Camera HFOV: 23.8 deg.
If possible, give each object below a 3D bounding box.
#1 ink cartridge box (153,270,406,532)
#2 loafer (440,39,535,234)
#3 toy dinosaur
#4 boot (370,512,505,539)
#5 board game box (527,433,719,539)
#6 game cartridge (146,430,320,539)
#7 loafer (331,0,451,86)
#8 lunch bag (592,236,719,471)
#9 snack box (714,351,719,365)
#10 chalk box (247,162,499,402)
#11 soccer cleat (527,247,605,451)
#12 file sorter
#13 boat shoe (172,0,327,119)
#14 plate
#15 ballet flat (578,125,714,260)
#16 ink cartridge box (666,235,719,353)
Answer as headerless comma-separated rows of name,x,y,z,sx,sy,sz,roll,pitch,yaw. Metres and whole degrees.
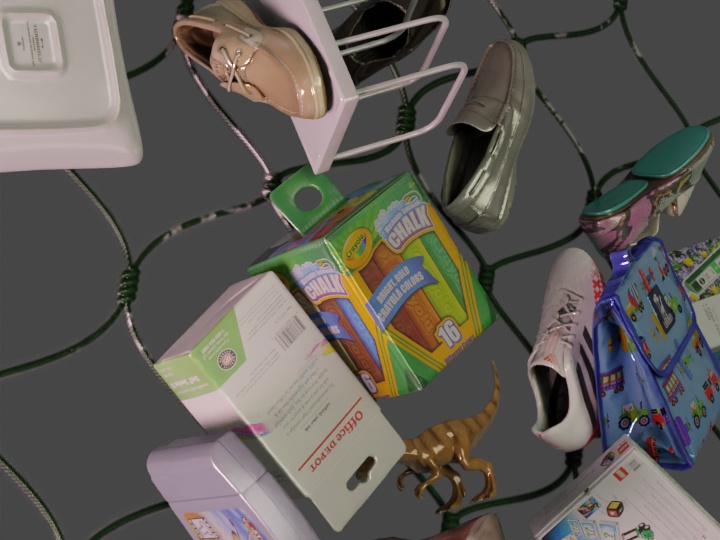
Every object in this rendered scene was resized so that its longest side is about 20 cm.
ink cartridge box,-0.065,0.115,1.440,0.200,0.067,0.117,53,54,-13
loafer,0.119,-0.135,1.637,0.070,0.070,0.200,26,65,-39
toy dinosaur,0.088,0.158,1.548,0.200,0.060,0.106,-22,90,-38
boot,0.042,0.294,1.391,0.064,0.200,0.187,24,65,-29
board game box,0.269,0.261,1.603,0.126,0.035,0.200,-43,110,9
game cartridge,-0.081,0.218,1.361,0.042,0.133,0.200,-40,102,-28
loafer,0.030,-0.226,1.591,0.073,0.071,0.200,53,55,-14
lunch bag,0.271,0.071,1.637,0.151,0.094,0.200,-44,120,-53
snack box,0.457,0.111,1.847,0.200,0.037,0.116,45,56,-19
chalk box,0.000,0.000,1.481,0.125,0.124,0.200,-41,104,-36
soccer cleat,0.196,0.073,1.642,0.085,0.069,0.200,15,74,-48
file sorter,-0.008,-0.212,1.452,0.124,0.139,0.200,-17,73,-17
boat shoe,-0.093,-0.172,1.424,0.065,0.200,0.072,-20,127,-23
plate,-0.272,-0.180,1.382,0.200,0.032,0.200,-6,83,-37
ballet flat,0.300,-0.075,1.766,0.200,0.069,0.071,-38,120,-32
ink cartridge box,0.390,0.018,1.778,0.200,0.050,0.109,-17,75,-27
